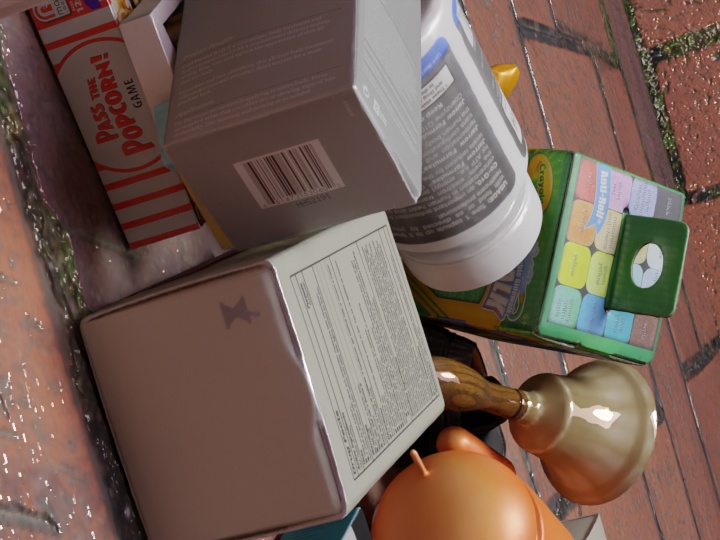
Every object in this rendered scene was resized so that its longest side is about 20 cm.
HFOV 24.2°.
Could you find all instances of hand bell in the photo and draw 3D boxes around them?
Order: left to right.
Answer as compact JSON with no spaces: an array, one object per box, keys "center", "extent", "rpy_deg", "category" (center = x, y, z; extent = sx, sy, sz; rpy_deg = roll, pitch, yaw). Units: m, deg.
[{"center":[0.096,0.088,1.118],"extent":[0.199,0.104,0.105],"rpy_deg":[20,53,-40],"category":"hand bell"}]

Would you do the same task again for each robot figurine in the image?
[{"center":[0.077,0.189,1.112],"extent":[0.144,0.116,0.200],"rpy_deg":[-58,144,-12],"category":"robot figurine"}]

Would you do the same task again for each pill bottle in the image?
[{"center":[0.033,-0.084,1.000],"extent":[0.200,0.113,0.114],"rpy_deg":[57,25,-44],"category":"pill bottle"}]

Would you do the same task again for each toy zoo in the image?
[{"center":[-0.075,-0.100,0.907],"extent":[0.200,0.020,0.132],"rpy_deg":[-70,141,-59],"category":"toy zoo"}]

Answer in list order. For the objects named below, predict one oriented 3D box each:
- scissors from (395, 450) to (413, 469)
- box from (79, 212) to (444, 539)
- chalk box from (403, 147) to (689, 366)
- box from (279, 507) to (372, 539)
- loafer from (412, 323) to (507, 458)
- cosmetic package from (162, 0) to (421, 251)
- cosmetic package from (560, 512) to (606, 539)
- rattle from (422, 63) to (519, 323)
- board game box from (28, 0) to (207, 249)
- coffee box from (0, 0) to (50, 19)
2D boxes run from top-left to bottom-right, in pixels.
[{"center":[0.012,0.118,1.137],"extent":[0.073,0.014,0.200],"rpy_deg":[-62,153,-30],"category":"scissors"},{"center":[-0.043,0.052,0.884],"extent":[0.200,0.108,0.129],"rpy_deg":[-29,103,-71],"category":"box"},{"center":[0.131,-0.011,1.140],"extent":[0.124,0.199,0.126],"rpy_deg":[16,84,-40],"category":"chalk box"},{"center":[-0.032,0.207,0.882],"extent":[0.200,0.049,0.083],"rpy_deg":[-51,124,-68],"category":"box"},{"center":[0.074,0.103,1.206],"extent":[0.200,0.072,0.073],"rpy_deg":[51,51,-53],"category":"loafer"},{"center":[-0.030,-0.119,0.859],"extent":[0.201,0.106,0.090],"rpy_deg":[-84,151,-43],"category":"cosmetic package"},{"center":[0.169,0.305,1.320],"extent":[0.103,0.087,0.201],"rpy_deg":[-29,102,-70],"category":"cosmetic package"},{"center":[0.068,-0.035,1.240],"extent":[0.130,0.142,0.201],"rpy_deg":[74,6,-52],"category":"rattle"},{"center":[-0.105,-0.119,0.943],"extent":[0.200,0.046,0.152],"rpy_deg":[-58,130,-66],"category":"board game box"},{"center":[-0.151,-0.199,0.774],"extent":[0.201,0.112,0.080],"rpy_deg":[-81,149,-51],"category":"coffee box"}]
